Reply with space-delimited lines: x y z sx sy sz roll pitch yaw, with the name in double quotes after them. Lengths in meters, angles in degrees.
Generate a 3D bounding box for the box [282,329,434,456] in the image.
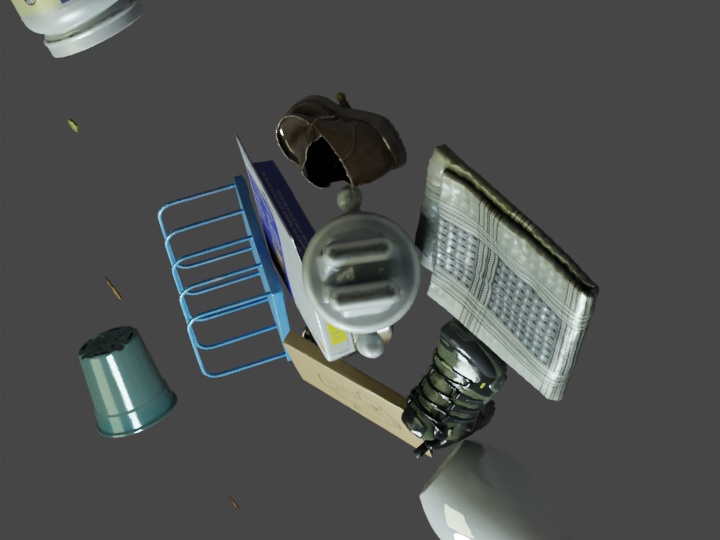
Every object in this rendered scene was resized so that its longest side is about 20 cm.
0.003 0.151 1.390 0.199 0.021 0.164 30 165 17 "box"

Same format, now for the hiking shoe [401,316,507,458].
0.091 0.130 1.170 0.076 0.100 0.201 40 155 29 "hiking shoe"

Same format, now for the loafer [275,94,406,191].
-0.036 -0.121 1.102 0.199 0.071 0.074 15 137 59 "loafer"

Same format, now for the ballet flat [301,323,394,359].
-0.021 0.079 1.384 0.068 0.067 0.200 56 159 -5 "ballet flat"

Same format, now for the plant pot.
-0.553 0.249 2.647 0.200 0.199 0.198 19 133 56 "plant pot"

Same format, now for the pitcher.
0.163 0.282 1.254 0.200 0.122 0.172 40 173 5 "pitcher"

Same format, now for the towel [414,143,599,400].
0.119 0.007 1.016 0.200 0.034 0.193 46 158 24 "towel"

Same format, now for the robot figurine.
0.000 0.000 1.113 0.200 0.111 0.172 -126 32 -89 "robot figurine"

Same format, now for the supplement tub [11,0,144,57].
-0.346 -0.362 1.298 0.145 0.144 0.201 20 141 56 "supplement tub"

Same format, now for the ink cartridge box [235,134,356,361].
-0.073 -0.031 1.294 0.201 0.047 0.198 80 165 -45 "ink cartridge box"

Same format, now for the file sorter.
-0.169 0.012 1.432 0.140 0.121 0.201 81 169 -51 "file sorter"
